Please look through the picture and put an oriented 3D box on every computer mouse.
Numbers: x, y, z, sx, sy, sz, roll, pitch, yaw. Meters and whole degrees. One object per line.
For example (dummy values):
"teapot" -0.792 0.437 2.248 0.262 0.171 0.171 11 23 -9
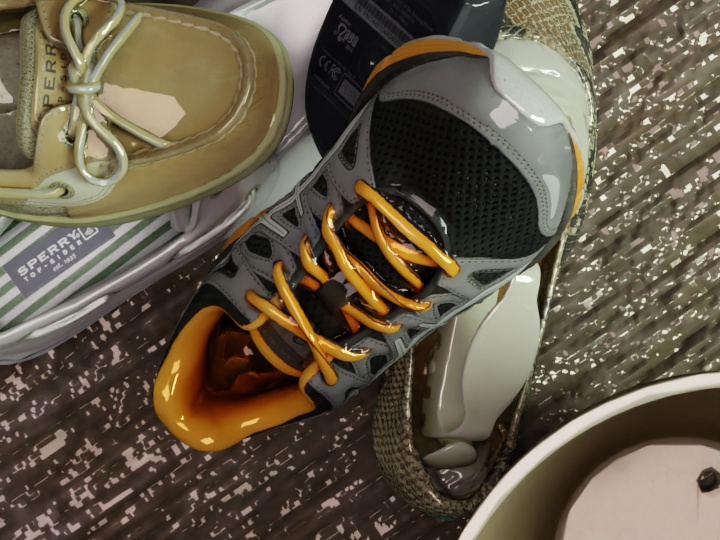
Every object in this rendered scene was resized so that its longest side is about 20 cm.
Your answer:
"computer mouse" 0.042 -0.113 0.856 0.059 0.034 0.201 48 117 38

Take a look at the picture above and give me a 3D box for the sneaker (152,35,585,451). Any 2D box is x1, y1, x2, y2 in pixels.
"sneaker" 0.000 0.000 0.835 0.078 0.077 0.200 42 140 -2

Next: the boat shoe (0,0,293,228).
"boat shoe" -0.122 -0.056 0.855 0.199 0.063 0.074 3 82 14

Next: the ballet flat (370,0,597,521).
"ballet flat" 0.047 -0.012 0.900 0.067 0.075 0.201 8 95 -12

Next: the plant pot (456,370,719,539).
"plant pot" 0.109 0.113 0.849 0.186 0.200 0.189 0 95 1

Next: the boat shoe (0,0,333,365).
"boat shoe" -0.061 -0.035 0.905 0.200 0.067 0.074 -44 93 5
